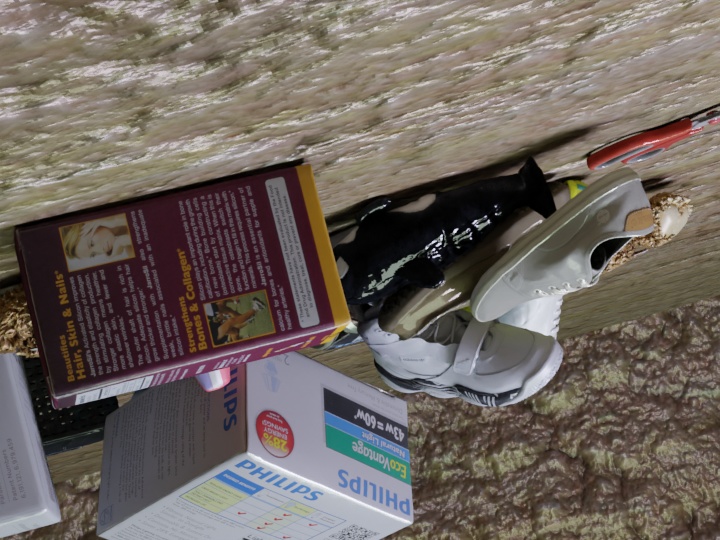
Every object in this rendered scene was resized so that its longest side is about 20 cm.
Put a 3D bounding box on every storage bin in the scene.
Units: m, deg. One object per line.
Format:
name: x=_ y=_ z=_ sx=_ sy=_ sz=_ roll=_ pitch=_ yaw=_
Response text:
storage bin: x=-0.336 y=0.133 z=1.550 sx=0.198 sy=0.095 sz=0.135 roll=-14 pitch=172 yaw=-19

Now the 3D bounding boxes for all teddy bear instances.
teddy bear: x=-0.205 y=0.022 z=1.197 sx=0.199 sy=0.068 sz=0.144 roll=-13 pitch=171 yaw=41
teddy bear: x=0.234 y=-0.030 z=1.622 sx=0.199 sy=0.067 sz=0.144 roll=-28 pitch=176 yaw=37

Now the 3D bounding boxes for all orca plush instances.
orca plush: x=0.062 y=-0.010 z=1.288 sx=0.198 sy=0.072 sz=0.106 roll=-15 pitch=143 yaw=0

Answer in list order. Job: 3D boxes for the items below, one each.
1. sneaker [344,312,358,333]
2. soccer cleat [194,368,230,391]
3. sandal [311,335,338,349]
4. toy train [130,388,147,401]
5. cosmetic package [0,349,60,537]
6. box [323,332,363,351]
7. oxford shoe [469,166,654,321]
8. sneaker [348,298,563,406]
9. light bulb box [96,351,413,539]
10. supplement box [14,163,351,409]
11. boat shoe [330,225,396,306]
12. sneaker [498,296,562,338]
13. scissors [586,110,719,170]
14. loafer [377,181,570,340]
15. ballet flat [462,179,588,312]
sneaker: x=0.072 y=0.006 z=1.553 sx=0.198 sy=0.076 sz=0.115 roll=-14 pitch=165 yaw=-36
soccer cleat: x=-0.130 y=0.047 z=1.327 sx=0.066 sy=0.077 sz=0.200 roll=-15 pitch=-175 yaw=-5
sandal: x=-0.069 y=0.021 z=1.292 sx=0.058 sy=0.079 sz=0.201 roll=-51 pitch=160 yaw=-8
toy train: x=-0.156 y=0.096 z=1.560 sx=0.086 sy=0.116 sz=0.199 roll=-22 pitch=170 yaw=35
cosmetic package: x=-0.364 y=0.150 z=1.344 sx=0.198 sy=0.168 sz=0.167 roll=-15 pitch=172 yaw=-10
box: x=0.066 y=0.028 z=1.754 sx=0.198 sy=0.050 sz=0.158 roll=-12 pitch=171 yaw=-22
oxford shoe: x=0.155 y=-0.005 z=1.278 sx=0.075 sy=0.058 sz=0.200 roll=-19 pitch=163 yaw=-45
sneaker: x=0.075 y=0.057 z=1.443 sx=0.198 sy=0.076 sz=0.115 roll=0 pitch=142 yaw=40
light bulb box: x=-0.090 y=0.171 z=1.419 sx=0.197 sy=0.126 sz=0.199 roll=28 pitch=135 yaw=-36
supplement box: x=-0.118 y=0.012 z=1.076 sx=0.198 sy=0.112 sz=0.086 roll=-13 pitch=172 yaw=-12
boat shoe: x=0.000 y=0.000 z=1.381 sx=0.198 sy=0.067 sz=0.070 roll=-18 pitch=172 yaw=20
sneaker: x=0.161 y=0.027 z=1.559 sx=0.201 sy=0.080 sz=0.077 roll=-59 pitch=-171 yaw=27
scissors: x=0.265 y=-0.115 z=1.296 sx=0.073 sy=0.014 sz=0.199 roll=-6 pitch=169 yaw=-41
loafer: x=0.105 y=0.003 z=1.385 sx=0.199 sy=0.068 sz=0.076 roll=-35 pitch=-169 yaw=-3
ballet flat: x=0.133 y=-0.018 z=1.471 sx=0.199 sy=0.067 sz=0.067 roll=-36 pitch=133 yaw=26
